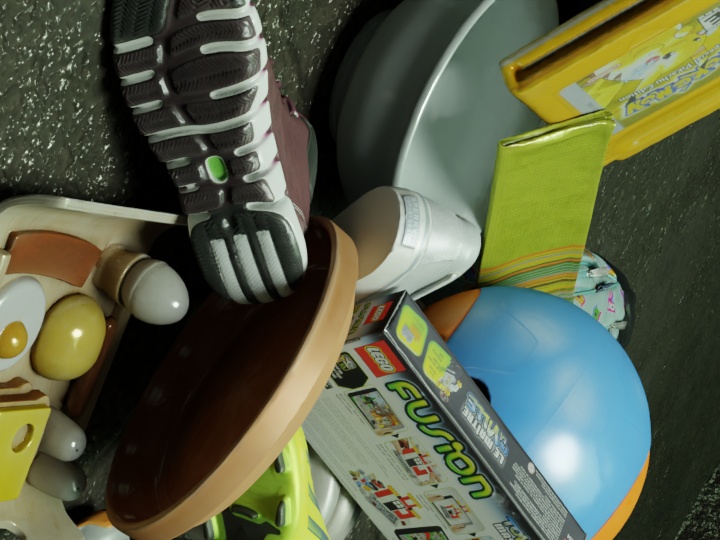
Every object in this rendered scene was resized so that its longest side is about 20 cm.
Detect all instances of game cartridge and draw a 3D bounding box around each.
[{"bbox_3d":[0.201,-0.137,0.980,0.175,0.033,0.200,-29,157,18],"label":"game cartridge"}]

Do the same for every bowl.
[{"bbox_3d":[0.042,-0.107,0.969,0.201,0.090,0.202,-47,153,-34],"label":"bowl"}]

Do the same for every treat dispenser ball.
[{"bbox_3d":[0.097,0.112,1.027,0.201,0.200,0.202,-47,152,-35],"label":"treat dispenser ball"}]

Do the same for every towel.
[{"bbox_3d":[0.123,-0.027,1.043,0.085,0.018,0.201,-18,145,-16],"label":"towel"}]

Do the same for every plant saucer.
[{"bbox_3d":[-0.067,0.060,0.821,0.200,0.032,0.201,-45,-159,22],"label":"plant saucer"}]

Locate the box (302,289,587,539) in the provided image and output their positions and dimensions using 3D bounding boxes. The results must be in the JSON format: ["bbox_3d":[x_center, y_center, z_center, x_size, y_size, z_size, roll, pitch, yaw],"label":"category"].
[{"bbox_3d":[0.035,0.108,0.884,0.201,0.109,0.035,53,43,-22],"label":"box"}]

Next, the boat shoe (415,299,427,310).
[{"bbox_3d":[0.021,0.077,1.141,0.063,0.072,0.201,-56,161,-24],"label":"boat shoe"}]

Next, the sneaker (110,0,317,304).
[{"bbox_3d":[-0.069,-0.092,0.784,0.116,0.075,0.202,-73,155,-60],"label":"sneaker"}]

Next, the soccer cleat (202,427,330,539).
[{"bbox_3d":[-0.040,0.166,0.874,0.084,0.064,0.202,-27,116,-52],"label":"soccer cleat"}]

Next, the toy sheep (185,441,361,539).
[{"bbox_3d":[-0.059,0.124,0.951,0.200,0.137,0.139,22,94,-60],"label":"toy sheep"}]

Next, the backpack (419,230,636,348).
[{"bbox_3d":[0.121,0.025,1.223,0.199,0.166,0.128,-3,100,-57],"label":"backpack"}]

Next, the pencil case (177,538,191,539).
[{"bbox_3d":[-0.098,0.259,0.936,0.083,0.201,0.086,19,117,-30],"label":"pencil case"}]

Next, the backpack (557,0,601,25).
[{"bbox_3d":[0.175,-0.238,1.020,0.154,0.200,0.191,-28,155,-47],"label":"backpack"}]

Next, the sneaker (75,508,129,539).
[{"bbox_3d":[-0.156,0.238,0.901,0.076,0.091,0.202,-22,132,-57],"label":"sneaker"}]

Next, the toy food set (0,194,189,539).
[{"bbox_3d":[-0.150,0.058,0.767,0.143,0.060,0.202,4,109,-66],"label":"toy food set"}]

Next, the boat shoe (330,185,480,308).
[{"bbox_3d":[0.000,0.000,0.895,0.200,0.068,0.073,-34,-134,54],"label":"boat shoe"}]
